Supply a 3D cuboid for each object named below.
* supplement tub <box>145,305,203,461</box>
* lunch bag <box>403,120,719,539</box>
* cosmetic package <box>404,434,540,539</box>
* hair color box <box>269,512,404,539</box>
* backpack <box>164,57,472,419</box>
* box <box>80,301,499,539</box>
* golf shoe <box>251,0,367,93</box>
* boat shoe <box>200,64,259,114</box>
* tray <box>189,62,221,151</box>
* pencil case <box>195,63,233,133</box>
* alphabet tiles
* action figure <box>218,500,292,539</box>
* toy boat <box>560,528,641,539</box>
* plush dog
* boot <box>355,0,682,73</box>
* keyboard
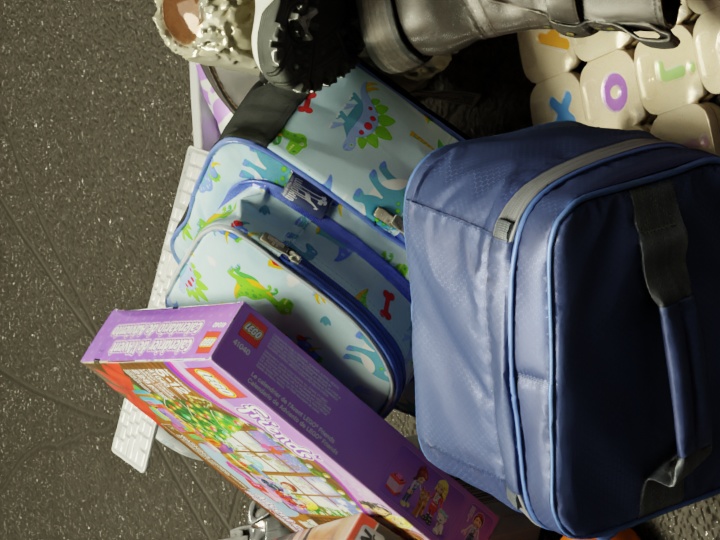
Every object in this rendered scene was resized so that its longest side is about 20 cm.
[{"bbox_3d":[-0.064,0.041,1.394,0.200,0.122,0.123,-36,65,57],"label":"supplement tub"},{"bbox_3d":[0.112,0.035,1.061,0.132,0.136,0.200,22,123,55],"label":"lunch bag"},{"bbox_3d":[0.033,0.206,1.309,0.101,0.071,0.200,47,135,46],"label":"cosmetic package"},{"bbox_3d":[-0.035,0.204,1.212,0.111,0.064,0.200,-60,13,-22],"label":"hair color box"},{"bbox_3d":[0.000,0.000,1.182,0.147,0.200,0.183,-60,3,-28],"label":"backpack"},{"bbox_3d":[-0.038,0.091,1.172,0.137,0.200,0.039,-6,49,55],"label":"box"},{"bbox_3d":[-0.039,-0.165,1.139,0.094,0.078,0.200,-9,47,26],"label":"golf shoe"},{"bbox_3d":[-0.091,-0.179,1.330,0.074,0.073,0.200,-26,75,19],"label":"boat shoe"},{"bbox_3d":[-0.101,-0.109,1.467,0.107,0.022,0.200,96,171,-58],"label":"tray"},{"bbox_3d":[-0.071,-0.159,1.406,0.086,0.084,0.200,88,169,-78],"label":"pencil case"},{"bbox_3d":[0.138,-0.135,1.112,0.196,0.015,0.201,-20,78,60],"label":"alphabet tiles"},{"bbox_3d":[-0.064,0.251,1.495,0.130,0.069,0.201,-174,82,-65],"label":"action figure"},{"bbox_3d":[0.111,0.193,1.150,0.200,0.130,0.131,5,70,59],"label":"toy boat"},{"bbox_3d":[0.001,-0.190,1.253,0.200,0.160,0.172,7,88,31],"label":"plush dog"},{"bbox_3d":[0.081,-0.193,1.085,0.174,0.069,0.201,-10,81,30],"label":"boot"},{"bbox_3d":[-0.119,0.023,1.359,0.056,0.011,0.200,24,100,67],"label":"keyboard"}]
